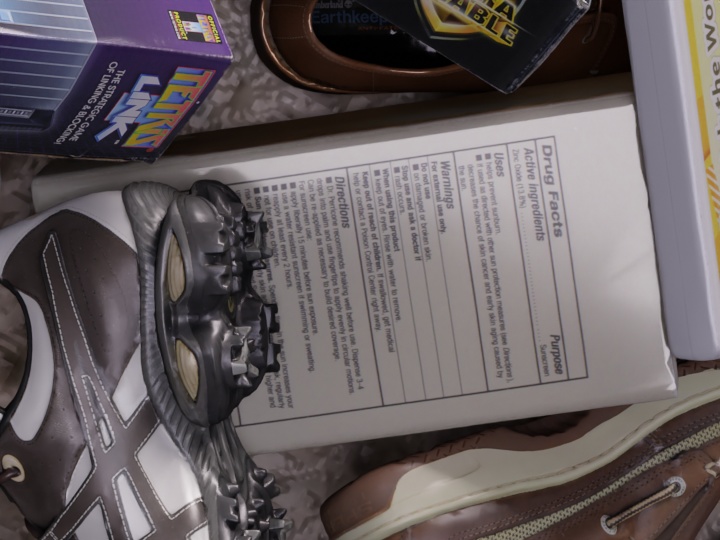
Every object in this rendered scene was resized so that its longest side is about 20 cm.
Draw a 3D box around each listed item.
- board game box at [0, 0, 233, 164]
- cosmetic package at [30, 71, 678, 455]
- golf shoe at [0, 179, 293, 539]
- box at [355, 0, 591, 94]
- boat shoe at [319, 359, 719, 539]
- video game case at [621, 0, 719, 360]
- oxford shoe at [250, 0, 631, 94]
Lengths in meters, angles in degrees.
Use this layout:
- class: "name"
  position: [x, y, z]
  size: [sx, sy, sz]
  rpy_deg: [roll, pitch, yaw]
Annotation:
- class: "board game box"
  position: [-0.145, -0.129, 0.849]
  size: [0.165, 0.057, 0.201]
  rpy_deg: [1, 53, -37]
- class: "cosmetic package"
  position: [0.000, 0.000, 0.952]
  size: [0.199, 0.071, 0.106]
  rpy_deg: [-6, 100, 4]
- class: "golf shoe"
  position: [-0.071, 0.073, 0.901]
  size: [0.094, 0.078, 0.201]
  rpy_deg: [-3, 90, 10]
- class: "box"
  position: [-0.012, -0.163, 0.911]
  size: [0.200, 0.159, 0.046]
  rpy_deg: [31, 128, -13]
- class: "boat shoe"
  position: [0.086, 0.083, 0.984]
  size: [0.202, 0.075, 0.075]
  rpy_deg: [-17, 77, -22]
- class: "video game case"
  position: [0.141, -0.089, 0.959]
  size: [0.182, 0.023, 0.201]
  rpy_deg: [-21, 106, -52]
- class: "oxford shoe"
  position: [0.067, -0.088, 0.979]
  size: [0.199, 0.071, 0.072]
  rpy_deg: [-10, 97, -12]
